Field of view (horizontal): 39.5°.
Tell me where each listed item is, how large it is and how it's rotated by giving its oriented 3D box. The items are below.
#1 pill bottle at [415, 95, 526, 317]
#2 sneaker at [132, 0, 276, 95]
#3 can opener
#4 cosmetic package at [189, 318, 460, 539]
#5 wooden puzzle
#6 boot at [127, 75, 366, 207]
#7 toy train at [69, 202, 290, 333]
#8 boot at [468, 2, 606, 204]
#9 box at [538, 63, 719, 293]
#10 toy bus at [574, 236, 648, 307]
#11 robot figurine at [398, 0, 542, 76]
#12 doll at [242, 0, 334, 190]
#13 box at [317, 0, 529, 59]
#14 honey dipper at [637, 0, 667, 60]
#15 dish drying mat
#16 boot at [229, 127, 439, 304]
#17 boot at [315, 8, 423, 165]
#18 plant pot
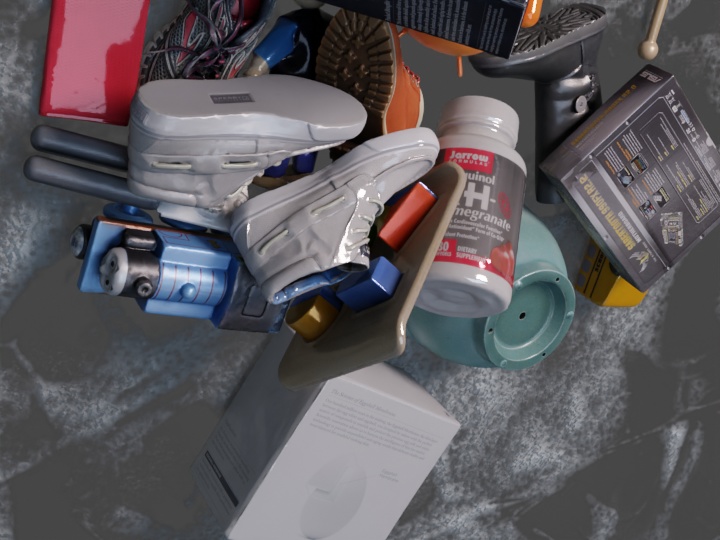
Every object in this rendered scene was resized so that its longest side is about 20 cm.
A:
[{"bbox_3d":[0.104,-0.064,0.985,0.110,0.110,0.201,27,64,-38],"label":"pill bottle"},{"bbox_3d":[-0.129,-0.190,0.843,0.080,0.075,0.201,14,108,-36],"label":"sneaker"},{"bbox_3d":[-0.191,-0.077,0.877,0.199,0.066,0.053,13,84,-28],"label":"can opener"},{"bbox_3d":[-0.038,0.188,1.073,0.199,0.123,0.201,27,101,-38],"label":"cosmetic package"},{"bbox_3d":[0.000,0.000,0.916,0.046,0.185,0.201,36,55,-23],"label":"wooden puzzle"},{"bbox_3d":[-0.098,-0.105,0.842,0.199,0.074,0.096,-2,134,-24],"label":"boot"},{"bbox_3d":[-0.156,-0.003,0.902,0.199,0.114,0.087,9,110,-35],"label":"toy train"},{"bbox_3d":[0.192,-0.162,1.066,0.164,0.066,0.201,-21,129,-18],"label":"boot"},{"bbox_3d":[0.307,-0.095,1.083,0.158,0.048,0.200,-43,123,3],"label":"box"},{"bbox_3d":[0.326,-0.054,1.190,0.065,0.078,0.201,3,114,-30],"label":"toy bus"},{"bbox_3d":[0.101,-0.281,0.905,0.144,0.116,0.201,-1,120,-59],"label":"robot figurine"},{"bbox_3d":[-0.057,-0.174,0.908,0.136,0.048,0.201,-11,120,-47],"label":"doll"},{"bbox_3d":[0.056,-0.300,0.775,0.197,0.123,0.201,18,84,4],"label":"box"},{"bbox_3d":[0.336,-0.324,1.077,0.038,0.038,0.201,-6,119,-29],"label":"honey dipper"},{"bbox_3d":[-0.210,-0.218,0.813,0.076,0.018,0.201,4,114,-25],"label":"dish drying mat"},{"bbox_3d":[-0.007,-0.042,0.865,0.199,0.096,0.074,-26,157,-2],"label":"boot"},{"bbox_3d":[0.016,-0.172,0.919,0.107,0.075,0.201,-54,155,-36],"label":"boot"},{"bbox_3d":[0.147,0.025,1.090,0.199,0.134,0.201,-15,122,-25],"label":"plant pot"}]
